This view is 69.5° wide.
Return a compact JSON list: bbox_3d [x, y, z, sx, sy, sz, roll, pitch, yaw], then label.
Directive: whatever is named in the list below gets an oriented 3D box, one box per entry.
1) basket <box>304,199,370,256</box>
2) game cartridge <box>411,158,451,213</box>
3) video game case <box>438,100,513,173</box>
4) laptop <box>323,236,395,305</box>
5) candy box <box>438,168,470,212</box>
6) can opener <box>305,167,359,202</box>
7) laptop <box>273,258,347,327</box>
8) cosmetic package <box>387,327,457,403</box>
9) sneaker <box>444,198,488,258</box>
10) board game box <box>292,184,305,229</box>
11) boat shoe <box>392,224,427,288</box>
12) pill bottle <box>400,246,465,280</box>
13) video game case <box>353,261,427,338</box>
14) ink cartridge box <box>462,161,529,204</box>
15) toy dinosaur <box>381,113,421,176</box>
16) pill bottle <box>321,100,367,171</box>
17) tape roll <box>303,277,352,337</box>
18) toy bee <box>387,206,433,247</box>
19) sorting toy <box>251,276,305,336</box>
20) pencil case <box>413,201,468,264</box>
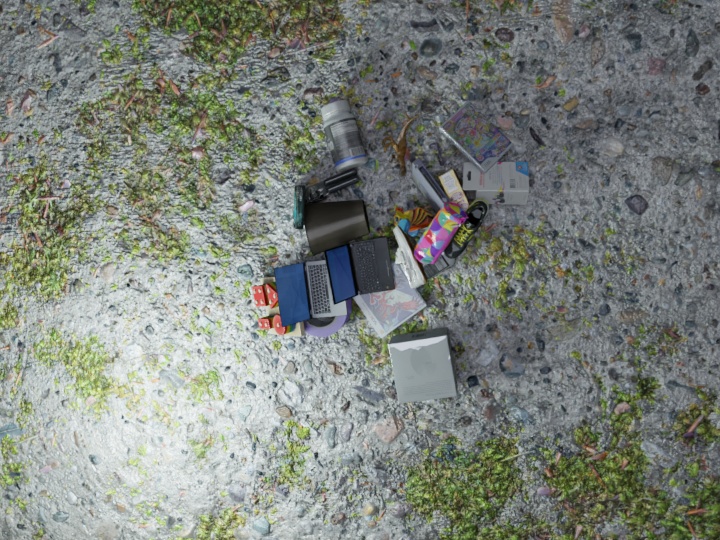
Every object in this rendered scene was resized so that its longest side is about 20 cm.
[{"bbox_3d":[-0.074,-0.155,1.707,0.196,0.136,0.184,-11,69,7],"label":"basket"},{"bbox_3d":[0.228,-0.243,1.622,0.038,0.130,0.202,-34,77,0],"label":"game cartridge"},{"bbox_3d":[0.358,-0.414,1.606,0.143,0.018,0.200,-42,84,-17],"label":"video game case"},{"bbox_3d":[0.000,0.000,1.683,0.195,0.103,0.181,-8,100,10],"label":"laptop"},{"bbox_3d":[0.313,-0.215,1.630,0.056,0.117,0.203,-27,91,17],"label":"candy box"},{"bbox_3d":[-0.098,-0.281,1.742,0.196,0.067,0.054,-21,81,1],"label":"can opener"},{"bbox_3d":[-0.157,0.070,1.674,0.195,0.116,0.192,-5,97,12],"label":"laptop"},{"bbox_3d":[0.209,0.312,1.716,0.195,0.123,0.205,-9,94,12],"label":"cosmetic package"},{"bbox_3d":[0.308,-0.124,1.541,0.074,0.085,0.202,31,105,8],"label":"sneaker"},{"bbox_3d":[-0.202,-0.210,1.692,0.027,0.200,0.139,2,98,-10],"label":"board game box"},{"bbox_3d":[0.137,-0.041,1.603,0.068,0.071,0.203,-27,77,16],"label":"boat shoe"},{"bbox_3d":[0.232,-0.044,1.669,0.198,0.116,0.117,-33,90,12],"label":"pill bottle"},{"bbox_3d":[0.096,0.100,1.761,0.199,0.023,0.184,-37,89,13],"label":"video game case"},{"bbox_3d":[0.415,-0.271,1.603,0.195,0.068,0.117,3,60,11],"label":"ink cartridge box"},{"bbox_3d":[0.127,-0.412,1.682,0.104,0.060,0.205,3,104,-14],"label":"toy dinosaur"},{"bbox_3d":[-0.055,-0.434,1.676,0.112,0.114,0.204,-16,94,12],"label":"pill bottle"},{"bbox_3d":[-0.131,0.119,1.777,0.195,0.085,0.205,1,98,10],"label":"tape roll"},{"bbox_3d":[0.144,-0.165,1.677,0.196,0.130,0.111,-16,70,23],"label":"toy bee"},{"bbox_3d":[-0.286,0.126,1.762,0.197,0.069,0.205,-4,97,48],"label":"sorting toy"},{"bbox_3d":[0.234,-0.108,1.530,0.088,0.088,0.201,35,127,5],"label":"pencil case"}]
